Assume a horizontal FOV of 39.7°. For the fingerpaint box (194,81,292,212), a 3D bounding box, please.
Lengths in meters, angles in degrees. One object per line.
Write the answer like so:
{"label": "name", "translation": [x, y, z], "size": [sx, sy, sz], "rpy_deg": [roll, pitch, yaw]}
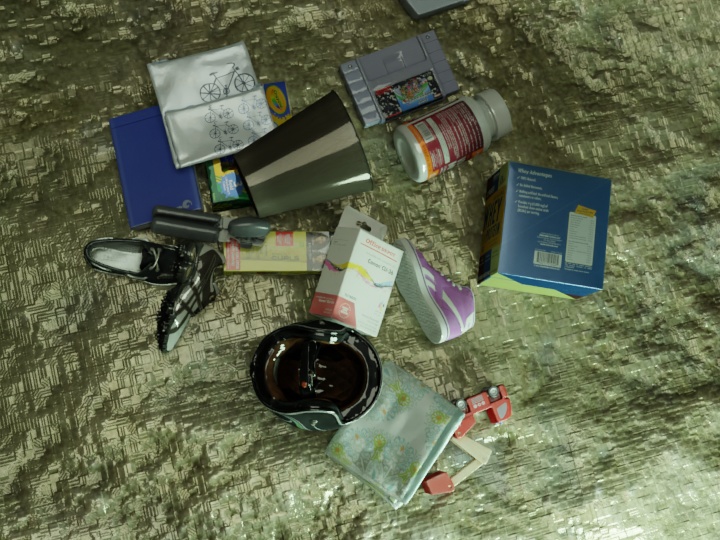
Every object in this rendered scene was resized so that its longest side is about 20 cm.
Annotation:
{"label": "fingerpaint box", "translation": [-0.197, -0.219, 1.765], "size": [0.165, 0.073, 0.203], "rpy_deg": [-9, 82, -10]}

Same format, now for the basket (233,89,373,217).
{"label": "basket", "translation": [-0.102, -0.181, 1.674], "size": [0.198, 0.136, 0.182], "rpy_deg": [-23, 97, -8]}

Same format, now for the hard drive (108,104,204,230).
{"label": "hard drive", "translation": [-0.356, -0.183, 1.737], "size": [0.130, 0.025, 0.202], "rpy_deg": [-15, 79, 3]}

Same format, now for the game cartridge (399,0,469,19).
{"label": "game cartridge", "translation": [0.112, -0.582, 1.897], "size": [0.132, 0.042, 0.202], "rpy_deg": [-20, 84, -8]}

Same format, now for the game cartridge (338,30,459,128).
{"label": "game cartridge", "translation": [0.073, -0.354, 1.854], "size": [0.198, 0.038, 0.131], "rpy_deg": [-23, 81, -12]}

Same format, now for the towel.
{"label": "towel", "translation": [0.057, 0.280, 1.709], "size": [0.170, 0.048, 0.201], "rpy_deg": [34, 83, 14]}

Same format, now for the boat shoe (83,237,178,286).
{"label": "boat shoe", "translation": [-0.374, -0.016, 1.709], "size": [0.197, 0.060, 0.077], "rpy_deg": [2, 80, -9]}

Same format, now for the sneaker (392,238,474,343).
{"label": "sneaker", "translation": [0.135, 0.026, 1.792], "size": [0.113, 0.073, 0.202], "rpy_deg": [-19, 78, -31]}

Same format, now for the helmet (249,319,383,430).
{"label": "helmet", "translation": [-0.068, 0.175, 1.662], "size": [0.198, 0.190, 0.203], "rpy_deg": [-8, 75, 30]}

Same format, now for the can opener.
{"label": "can opener", "translation": [-0.251, -0.083, 1.684], "size": [0.197, 0.067, 0.054], "rpy_deg": [9, 51, -14]}

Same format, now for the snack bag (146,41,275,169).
{"label": "snack bag", "translation": [-0.254, -0.291, 1.722], "size": [0.186, 0.021, 0.202], "rpy_deg": [-16, 81, -10]}

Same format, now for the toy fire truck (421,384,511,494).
{"label": "toy fire truck", "translation": [0.186, 0.297, 1.755], "size": [0.198, 0.049, 0.143], "rpy_deg": [-19, 85, -13]}

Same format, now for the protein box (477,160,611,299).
{"label": "protein box", "translation": [0.329, -0.069, 1.795], "size": [0.196, 0.135, 0.203], "rpy_deg": [9, 79, -7]}

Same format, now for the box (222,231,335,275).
{"label": "box", "translation": [-0.143, -0.031, 1.754], "size": [0.197, 0.050, 0.076], "rpy_deg": [1, 82, -9]}

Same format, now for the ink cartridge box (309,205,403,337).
{"label": "ink cartridge box", "translation": [0.000, 0.000, 1.734], "size": [0.116, 0.067, 0.202], "rpy_deg": [25, 78, -40]}

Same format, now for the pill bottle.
{"label": "pill bottle", "translation": [0.168, -0.248, 1.812], "size": [0.198, 0.110, 0.111], "rpy_deg": [-26, 85, -12]}

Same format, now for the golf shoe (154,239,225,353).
{"label": "golf shoe", "translation": [-0.287, 0.052, 1.694], "size": [0.094, 0.078, 0.202], "rpy_deg": [14, 102, -28]}
